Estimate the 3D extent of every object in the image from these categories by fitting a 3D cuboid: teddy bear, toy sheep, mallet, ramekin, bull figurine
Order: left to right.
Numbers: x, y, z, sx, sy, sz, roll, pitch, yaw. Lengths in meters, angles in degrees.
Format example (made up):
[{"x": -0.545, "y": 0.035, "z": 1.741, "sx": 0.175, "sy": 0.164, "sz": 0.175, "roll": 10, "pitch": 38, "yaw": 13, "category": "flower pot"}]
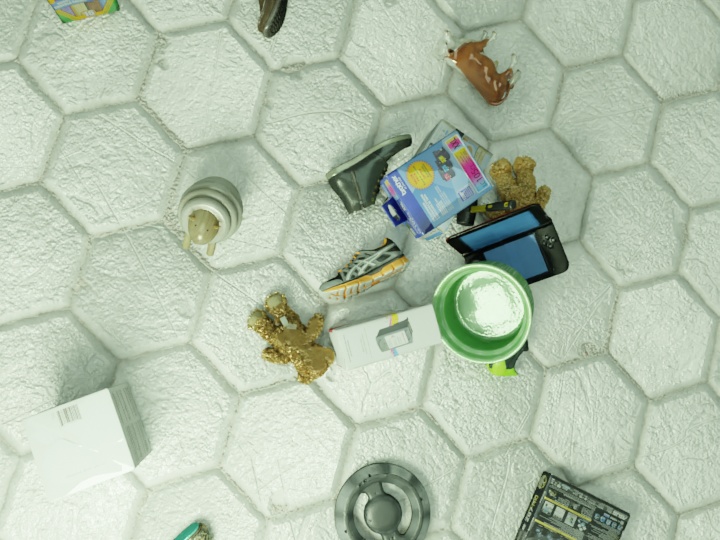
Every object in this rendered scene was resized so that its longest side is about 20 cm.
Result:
[{"x": -0.293, "y": -0.116, "z": 1.378, "sx": 0.137, "sy": 0.200, "sz": 0.139, "roll": 1, "pitch": 126, "yaw": 1, "category": "toy sheep"}, {"x": -0.140, "y": 0.137, "z": 1.429, "sx": 0.199, "sy": 0.067, "sz": 0.145, "roll": 29, "pitch": 72, "yaw": 1, "category": "teddy bear"}, {"x": 0.261, "y": -0.455, "z": 1.532, "sx": 0.121, "sy": 0.065, "sz": 0.200, "roll": -40, "pitch": 93, "yaw": -2, "category": "bull figurine"}, {"x": 0.255, "y": -0.118, "z": 1.440, "sx": 0.041, "sy": 0.200, "sz": 0.066, "roll": 12, "pitch": 94, "yaw": -21, "category": "mallet"}, {"x": 0.250, "y": 0.075, "z": 1.400, "sx": 0.199, "sy": 0.098, "sz": 0.201, "roll": 5, "pitch": 104, "yaw": 22, "category": "ramekin"}, {"x": 0.340, "y": -0.150, "z": 1.509, "sx": 0.144, "sy": 0.067, "sz": 0.201, "roll": 9, "pitch": 84, "yaw": -5, "category": "teddy bear"}]

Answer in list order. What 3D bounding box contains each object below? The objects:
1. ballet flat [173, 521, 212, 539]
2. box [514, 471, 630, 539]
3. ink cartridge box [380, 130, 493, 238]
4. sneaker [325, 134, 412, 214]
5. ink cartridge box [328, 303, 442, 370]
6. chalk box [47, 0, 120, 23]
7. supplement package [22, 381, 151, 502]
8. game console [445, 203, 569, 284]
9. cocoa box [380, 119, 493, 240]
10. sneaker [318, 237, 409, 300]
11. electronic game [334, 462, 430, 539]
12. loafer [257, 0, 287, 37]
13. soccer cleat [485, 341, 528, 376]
[{"x": -0.375, "y": 0.567, "z": 1.352, "sx": 0.199, "sy": 0.068, "sz": 0.076, "roll": -30, "pitch": 105, "yaw": -12, "category": "ballet flat"}, {"x": 0.448, "y": 0.541, "z": 1.481, "sx": 0.199, "sy": 0.049, "sz": 0.162, "roll": 27, "pitch": 80, "yaw": -5, "category": "box"}, {"x": 0.131, "y": -0.155, "z": 1.349, "sx": 0.199, "sy": 0.076, "sz": 0.137, "roll": -34, "pitch": 91, "yaw": -7, "category": "ink cartridge box"}, {"x": 0.036, "y": -0.203, "z": 1.481, "sx": 0.199, "sy": 0.075, "sz": 0.107, "roll": -29, "pitch": 94, "yaw": -1, "category": "sneaker"}, {"x": 0.045, "y": 0.132, "z": 1.408, "sx": 0.199, "sy": 0.148, "sz": 0.086, "roll": -16, "pitch": 88, "yaw": -11, "category": "ink cartridge box"}, {"x": -0.559, "y": -0.589, "z": 1.355, "sx": 0.123, "sy": 0.200, "sz": 0.125, "roll": -17, "pitch": 88, "yaw": -10, "category": "chalk box"}, {"x": -0.491, "y": 0.304, "z": 1.285, "sx": 0.151, "sy": 0.200, "sz": 0.151, "roll": -19, "pitch": 87, "yaw": -10, "category": "supplement package"}, {"x": 0.301, "y": -0.033, "z": 1.427, "sx": 0.199, "sy": 0.119, "sz": 0.173, "roll": -21, "pitch": 98, "yaw": 23, "category": "game console"}, {"x": 0.156, "y": -0.183, "z": 1.459, "sx": 0.131, "sy": 0.133, "sz": 0.201, "roll": 34, "pitch": 81, "yaw": -5, "category": "cocoa box"}, {"x": 0.000, "y": 0.000, "z": 1.456, "sx": 0.199, "sy": 0.078, "sz": 0.078, "roll": -24, "pitch": 75, "yaw": -13, "category": "sneaker"}, {"x": 0.045, "y": 0.494, "z": 1.428, "sx": 0.199, "sy": 0.042, "sz": 0.201, "roll": 1, "pitch": 83, "yaw": -8, "category": "electronic game"}, {"x": -0.189, "y": -0.587, "z": 1.484, "sx": 0.071, "sy": 0.073, "sz": 0.201, "roll": 12, "pitch": 78, "yaw": 3, "category": "loafer"}, {"x": 0.321, "y": 0.128, "z": 1.484, "sx": 0.081, "sy": 0.068, "sz": 0.201, "roll": 10, "pitch": 101, "yaw": -17, "category": "soccer cleat"}]
